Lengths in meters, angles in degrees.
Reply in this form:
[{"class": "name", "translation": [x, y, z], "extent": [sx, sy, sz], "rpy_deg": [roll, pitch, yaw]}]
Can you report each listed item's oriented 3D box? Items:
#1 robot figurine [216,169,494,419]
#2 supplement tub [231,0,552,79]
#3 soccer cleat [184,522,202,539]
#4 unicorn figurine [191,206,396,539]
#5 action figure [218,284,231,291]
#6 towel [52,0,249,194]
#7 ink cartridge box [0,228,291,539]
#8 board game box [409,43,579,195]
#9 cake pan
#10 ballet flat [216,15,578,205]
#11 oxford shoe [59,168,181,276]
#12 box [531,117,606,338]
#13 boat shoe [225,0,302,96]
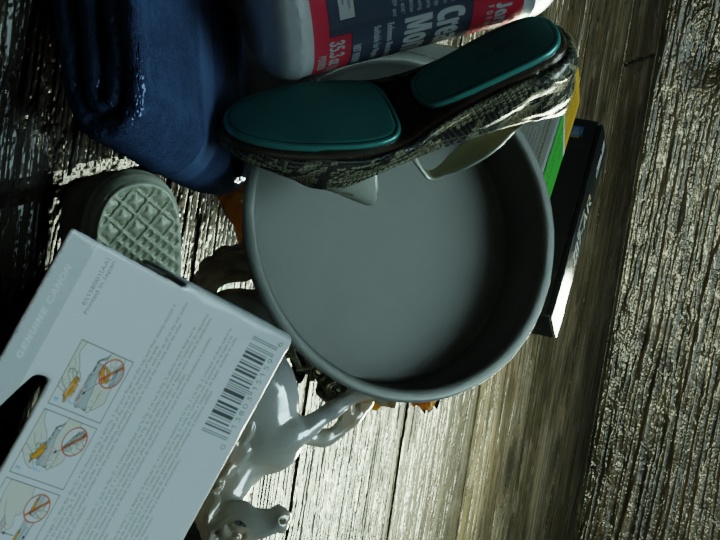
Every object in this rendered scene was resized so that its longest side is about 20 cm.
[{"class": "robot figurine", "translation": [0.000, 0.000, 1.107], "extent": [0.201, 0.144, 0.058], "rpy_deg": [59, 27, -19]}, {"class": "supplement tub", "translation": [0.027, -0.192, 0.973], "extent": [0.140, 0.199, 0.141], "rpy_deg": [165, -90, -81]}, {"class": "soccer cleat", "translation": [-0.110, 0.226, 1.160], "extent": [0.081, 0.067, 0.201], "rpy_deg": [-42, 143, -44]}, {"class": "unicorn figurine", "translation": [-0.049, 0.076, 1.045], "extent": [0.201, 0.137, 0.074], "rpy_deg": [71, -19, 0]}, {"class": "action figure", "translation": [-0.111, 0.081, 1.080], "extent": [0.200, 0.054, 0.119], "rpy_deg": [-49, 150, -53]}, {"class": "towel", "translation": [-0.105, -0.104, 0.942], "extent": [0.200, 0.048, 0.112], "rpy_deg": [26, 59, -76]}, {"class": "ink cartridge box", "translation": [-0.143, 0.088, 0.895], "extent": [0.173, 0.043, 0.201], "rpy_deg": [31, 88, -48]}, {"class": "board game box", "translation": [0.030, -0.081, 1.180], "extent": [0.040, 0.199, 0.154], "rpy_deg": [77, 29, -56]}, {"class": "cake pan", "translation": [0.018, -0.024, 1.025], "extent": [0.037, 0.199, 0.201], "rpy_deg": [-16, -125, 62]}, {"class": "ballet flat", "translation": [0.025, -0.075, 0.969], "extent": [0.076, 0.199, 0.068], "rpy_deg": [79, -9, -45]}, {"class": "oxford shoe", "translation": [-0.132, 0.036, 0.960], "extent": [0.075, 0.058, 0.201], "rpy_deg": [-9, 116, -31]}, {"class": "box", "translation": [0.068, -0.048, 1.338], "extent": [0.044, 0.199, 0.161], "rpy_deg": [65, 40, -64]}, {"class": "boat shoe", "translation": [-0.045, -0.181, 1.070], "extent": [0.068, 0.074, 0.201], "rpy_deg": [102, -6, -68]}]
